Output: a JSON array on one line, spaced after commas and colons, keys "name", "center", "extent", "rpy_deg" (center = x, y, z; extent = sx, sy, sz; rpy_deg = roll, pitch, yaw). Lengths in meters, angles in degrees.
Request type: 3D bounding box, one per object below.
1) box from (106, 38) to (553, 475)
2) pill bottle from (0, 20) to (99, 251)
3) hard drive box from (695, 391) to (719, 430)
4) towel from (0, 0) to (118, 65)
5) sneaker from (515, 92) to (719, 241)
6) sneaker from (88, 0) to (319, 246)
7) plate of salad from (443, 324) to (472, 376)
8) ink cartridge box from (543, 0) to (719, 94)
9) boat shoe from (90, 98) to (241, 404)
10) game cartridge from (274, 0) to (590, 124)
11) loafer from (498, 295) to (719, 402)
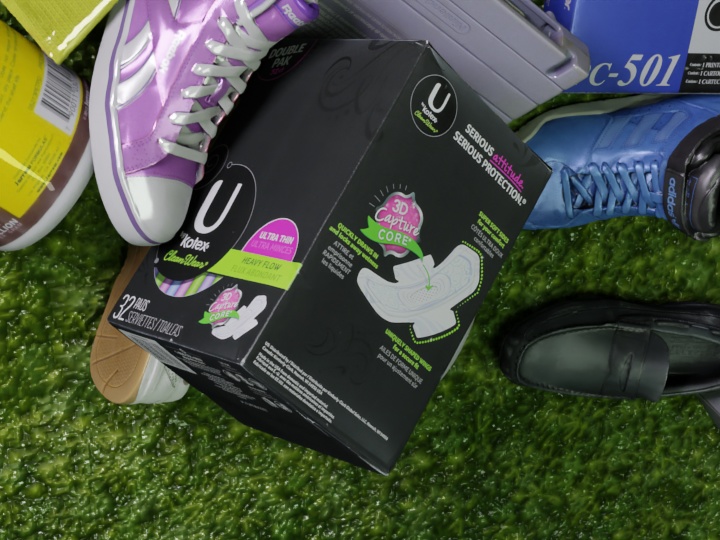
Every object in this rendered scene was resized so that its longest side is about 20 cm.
[{"name": "box", "center": [-0.017, -0.014, 0.939], "extent": [0.124, 0.148, 0.201], "rpy_deg": [41, 73, -35]}, {"name": "pill bottle", "center": [-0.241, -0.101, 0.896], "extent": [0.199, 0.109, 0.110], "rpy_deg": [34, 101, -33]}, {"name": "hard drive box", "center": [0.368, 0.116, 1.293], "extent": [0.155, 0.077, 0.200], "rpy_deg": [-39, 125, 1]}, {"name": "towel", "center": [-0.121, -0.211, 0.904], "extent": [0.200, 0.086, 0.018], "rpy_deg": [-45, 158, 6]}, {"name": "sneaker", "center": [0.182, -0.061, 1.094], "extent": [0.198, 0.111, 0.077], "rpy_deg": [-17, 123, -13]}, {"name": "sneaker", "center": [-0.081, -0.112, 0.907], "extent": [0.072, 0.113, 0.203], "rpy_deg": [8, 86, -63]}, {"name": "plate of salad", "center": [0.000, 0.000, 1.080], "extent": [0.198, 0.048, 0.203], "rpy_deg": [-8, 103, -36]}, {"name": "ink cartridge box", "center": [0.214, -0.165, 1.090], "extent": [0.198, 0.044, 0.095], "rpy_deg": [-2, 117, -21]}, {"name": "boat shoe", "center": [-0.102, -0.011, 1.036], "extent": [0.069, 0.071, 0.202], "rpy_deg": [12, 107, -48]}, {"name": "game cartridge", "center": [0.025, -0.147, 0.992], "extent": [0.199, 0.039, 0.129], "rpy_deg": [33, 140, -33]}, {"name": "loafer", "center": [0.195, 0.059, 1.191], "extent": [0.198, 0.070, 0.069], "rpy_deg": [-2, 118, -22]}]
